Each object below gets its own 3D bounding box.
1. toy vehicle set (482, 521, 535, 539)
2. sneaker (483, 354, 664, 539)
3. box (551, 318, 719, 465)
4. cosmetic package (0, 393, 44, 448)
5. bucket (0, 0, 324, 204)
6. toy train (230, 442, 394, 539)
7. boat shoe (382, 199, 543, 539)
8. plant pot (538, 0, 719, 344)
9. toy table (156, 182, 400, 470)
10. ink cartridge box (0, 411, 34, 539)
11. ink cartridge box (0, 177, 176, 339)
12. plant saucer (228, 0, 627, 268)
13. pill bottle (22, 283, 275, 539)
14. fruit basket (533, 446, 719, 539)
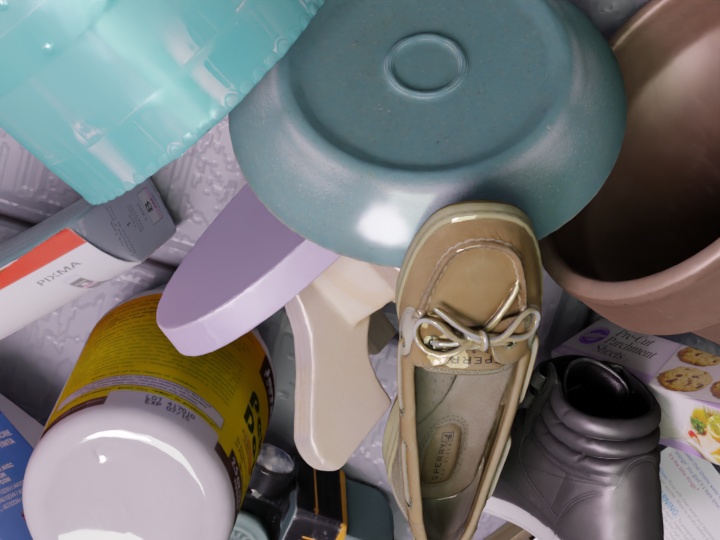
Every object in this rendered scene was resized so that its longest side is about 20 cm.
[{"bbox_3d":[0.147,0.216,1.694,0.124,0.027,0.200,-39,104,21],"label":"toy vehicle set"},{"bbox_3d":[0.093,0.081,1.576,0.070,0.200,0.100,-8,112,-35],"label":"sneaker"},{"bbox_3d":[0.175,0.069,1.543,0.041,0.200,0.039,-29,115,-24],"label":"box"},{"bbox_3d":[-0.191,0.169,1.661,0.200,0.052,0.151,35,119,21],"label":"cosmetic package"},{"bbox_3d":[-0.117,-0.141,1.477,0.207,0.207,0.135,-38,107,21],"label":"bucket"},{"bbox_3d":[-0.061,0.189,1.683,0.113,0.085,0.201,19,116,-11],"label":"toy train"},{"bbox_3d":[0.049,0.053,1.443,0.073,0.063,0.201,2,133,-13],"label":"boat shoe"},{"bbox_3d":[0.211,-0.030,1.501,0.200,0.201,0.174,-39,125,21],"label":"plant pot"},{"bbox_3d":[0.000,0.000,1.545,0.200,0.184,0.117,-45,111,-11],"label":"toy table"},{"bbox_3d":[-0.217,0.158,1.601,0.200,0.076,0.137,47,121,17],"label":"ink cartridge box"},{"bbox_3d":[-0.196,0.021,1.556,0.162,0.200,0.057,-28,101,19],"label":"ink cartridge box"},{"bbox_3d":[0.032,-0.091,1.480,0.199,0.201,0.036,4,144,6],"label":"plant saucer"},{"bbox_3d":[-0.105,0.080,1.570,0.109,0.200,0.110,3,115,6],"label":"pill bottle"},{"bbox_3d":[0.148,0.210,1.642,0.200,0.094,0.185,-38,105,5],"label":"fruit basket"}]
